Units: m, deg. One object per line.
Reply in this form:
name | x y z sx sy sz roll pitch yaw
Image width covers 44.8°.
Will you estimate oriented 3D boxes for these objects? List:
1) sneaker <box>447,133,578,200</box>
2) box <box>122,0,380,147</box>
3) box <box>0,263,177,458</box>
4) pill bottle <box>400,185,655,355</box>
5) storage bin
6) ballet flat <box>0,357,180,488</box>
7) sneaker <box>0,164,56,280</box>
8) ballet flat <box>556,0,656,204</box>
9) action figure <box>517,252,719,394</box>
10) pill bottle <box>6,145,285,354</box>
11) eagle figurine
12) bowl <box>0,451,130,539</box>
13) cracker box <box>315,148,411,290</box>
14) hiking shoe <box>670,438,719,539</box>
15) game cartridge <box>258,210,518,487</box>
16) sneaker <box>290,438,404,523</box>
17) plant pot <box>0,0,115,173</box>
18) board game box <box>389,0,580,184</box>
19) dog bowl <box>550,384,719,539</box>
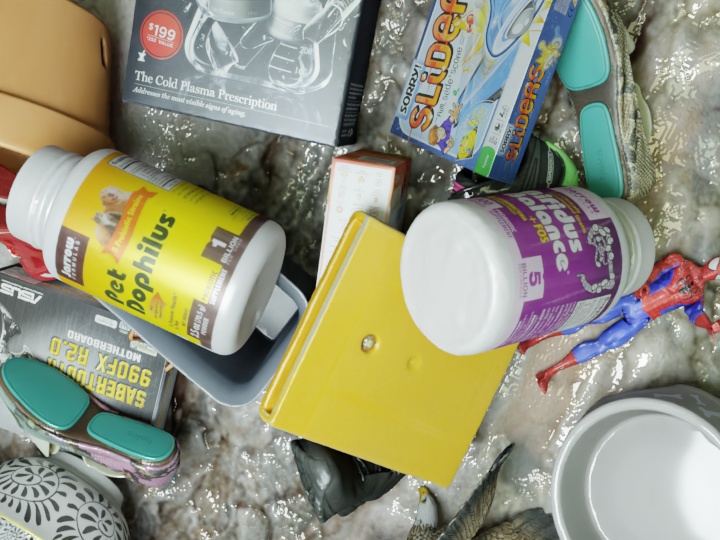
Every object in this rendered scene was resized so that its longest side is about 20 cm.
sneaker | 0.099 -0.044 0.778 0.200 0.077 0.084 -42 99 4
box | -0.088 -0.219 0.766 0.197 0.104 0.185 12 101 7
box | -0.287 0.100 0.886 0.197 0.048 0.161 19 102 7
pill bottle | 0.137 -0.007 0.678 0.112 0.198 0.114 17 112 50
storage bin | -0.136 0.014 0.800 0.199 0.134 0.146 39 104 2
ballet flat | -0.266 0.157 0.840 0.198 0.069 0.072 25 124 4
sneaker | -0.333 -0.035 0.816 0.197 0.079 0.116 17 141 -26
ballet flat | 0.211 -0.155 0.745 0.075 0.067 0.203 -23 102 -32
action figure | 0.236 0.045 0.761 0.198 0.099 0.066 -31 95 11
pill bottle | -0.165 -0.022 0.674 0.197 0.109 0.111 23 103 5
eagle figurine | 0.082 0.261 0.811 0.197 0.151 0.153 -21 76 18
bowl | -0.299 0.245 0.873 0.198 0.095 0.202 21 146 15
cracker box | 0.000 0.000 0.773 0.057 0.134 0.204 10 102 7
hiking shoe | 0.330 0.171 0.786 0.087 0.074 0.201 42 102 21
game cartridge | 0.036 0.072 0.718 0.198 0.032 0.178 27 90 -34
sneaker | -0.004 0.173 0.783 0.090 0.200 0.077 -24 76 4
plant pot | -0.306 -0.167 0.781 0.197 0.200 0.142 13 84 8
board game box | 0.107 -0.190 0.731 0.135 0.034 0.203 32 109 47
dog bowl | 0.255 0.198 0.756 0.198 0.058 0.204 -2 86 35
